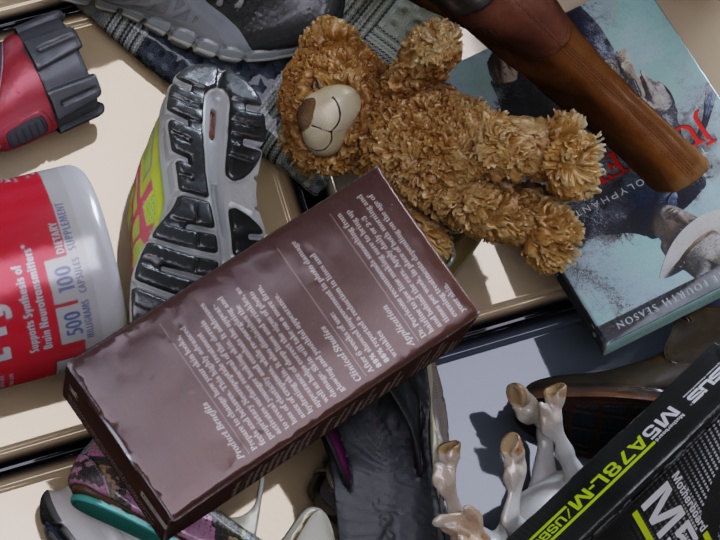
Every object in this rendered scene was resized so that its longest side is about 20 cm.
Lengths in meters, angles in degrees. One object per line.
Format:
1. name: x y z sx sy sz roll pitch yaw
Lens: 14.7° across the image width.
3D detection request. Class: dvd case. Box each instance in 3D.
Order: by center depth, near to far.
1. dvd case: 0.154 -0.064 1.635 0.146 0.022 0.200 -25 70 -14

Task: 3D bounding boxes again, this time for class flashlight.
1. flashlight: -0.247 -0.080 1.576 0.199 0.068 0.068 -23 103 -9

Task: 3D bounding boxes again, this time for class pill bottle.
1. pill bottle: -0.236 0.018 1.530 0.199 0.112 0.113 -15 81 -12

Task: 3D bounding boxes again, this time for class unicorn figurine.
1. unicorn figurine: 0.109 0.136 1.562 0.200 0.074 0.138 -28 110 -33

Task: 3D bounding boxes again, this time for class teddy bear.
1. teddy bear: 0.040 -0.066 1.533 0.200 0.145 0.067 36 47 3

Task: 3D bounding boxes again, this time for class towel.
1. towel: -0.041 -0.175 1.649 0.192 0.035 0.200 37 77 3

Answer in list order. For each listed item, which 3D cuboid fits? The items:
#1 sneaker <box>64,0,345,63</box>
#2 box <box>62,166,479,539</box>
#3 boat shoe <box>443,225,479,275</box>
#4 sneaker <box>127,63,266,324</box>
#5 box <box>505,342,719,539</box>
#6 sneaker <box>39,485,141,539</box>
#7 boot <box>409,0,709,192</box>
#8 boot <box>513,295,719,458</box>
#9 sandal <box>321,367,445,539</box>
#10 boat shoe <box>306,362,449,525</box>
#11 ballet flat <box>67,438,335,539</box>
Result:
1. sneaker: -0.104 -0.175 1.565 0.199 0.116 0.075 12 77 -3
2. box: -0.047 0.044 1.462 0.200 0.075 0.100 -32 81 -17
3. boat shoe: -0.002 -0.002 1.598 0.200 0.063 0.073 -32 85 -14
4. sneaker: -0.096 -0.011 1.563 0.078 0.090 0.201 17 59 -17
5. box: 0.175 0.173 1.543 0.193 0.047 0.200 -40 129 -13
6. sneaker: -0.091 0.183 1.543 0.087 0.075 0.200 -37 87 -19
7. boot: 0.101 -0.133 1.582 0.200 0.188 0.069 40 85 -20
8. boot: 0.189 0.057 1.630 0.199 0.075 0.097 2 53 0
9. sandal: 0.007 0.085 1.523 0.075 0.048 0.201 -16 80 4
10. boat shoe: 0.009 0.126 1.569 0.073 0.075 0.201 1 77 -9
11. ballet flat: -0.062 0.144 1.502 0.200 0.069 0.071 33 74 -2
